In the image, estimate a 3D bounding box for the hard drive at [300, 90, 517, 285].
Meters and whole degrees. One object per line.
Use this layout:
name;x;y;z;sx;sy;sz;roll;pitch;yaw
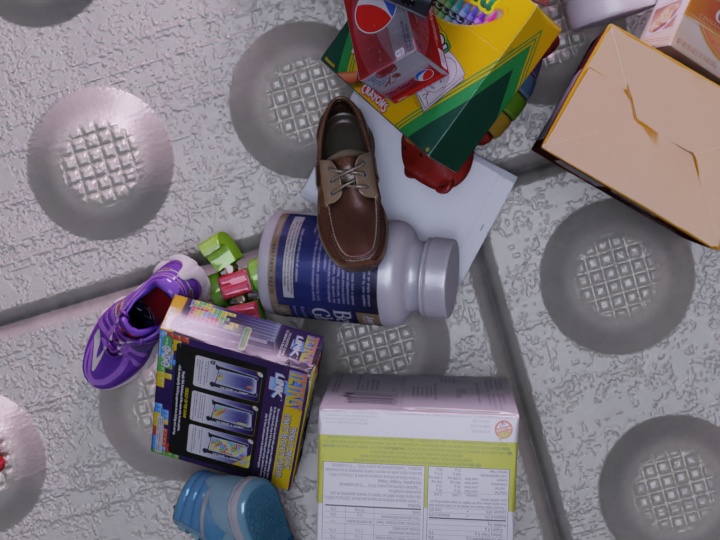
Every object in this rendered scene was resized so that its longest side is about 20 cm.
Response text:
hard drive;0.052;-0.091;1.509;0.198;0.026;0.133;29;97;1

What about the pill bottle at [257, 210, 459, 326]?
pill bottle;0.000;0.000;1.464;0.197;0.111;0.113;5;96;14

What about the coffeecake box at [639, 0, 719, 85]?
coffeecake box;0.389;-0.274;1.400;0.152;0.073;0.202;28;85;-19

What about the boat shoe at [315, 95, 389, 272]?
boat shoe;-0.015;-0.090;1.416;0.075;0.072;0.202;-11;56;1

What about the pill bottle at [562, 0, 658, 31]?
pill bottle;0.233;-0.355;1.426;0.112;0.113;0.203;-15;93;6

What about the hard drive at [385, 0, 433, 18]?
hard drive;-0.002;-0.336;1.315;0.198;0.033;0.141;25;64;2

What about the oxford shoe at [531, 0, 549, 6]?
oxford shoe;0.158;-0.344;1.407;0.070;0.201;0.075;16;121;-39

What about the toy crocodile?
toy crocodile;-0.122;0.054;1.518;0.067;0.062;0.202;-17;94;6

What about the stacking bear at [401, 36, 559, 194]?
stacking bear;0.111;-0.177;1.445;0.121;0.113;0.201;32;91;41

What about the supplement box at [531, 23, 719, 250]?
supplement box;0.290;-0.131;1.398;0.196;0.200;0.134;30;96;1

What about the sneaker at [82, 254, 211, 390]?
sneaker;-0.247;0.059;1.502;0.081;0.083;0.200;45;120;4

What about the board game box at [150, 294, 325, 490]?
board game box;-0.133;0.131;1.477;0.163;0.057;0.201;15;134;2

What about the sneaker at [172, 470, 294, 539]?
sneaker;-0.140;0.300;1.543;0.129;0.079;0.202;10;123;34

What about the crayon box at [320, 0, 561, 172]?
crayon box;0.075;-0.225;1.385;0.173;0.058;0.200;-54;50;12

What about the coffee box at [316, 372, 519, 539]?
coffee box;0.059;0.223;1.449;0.197;0.200;0.201;1;96;4

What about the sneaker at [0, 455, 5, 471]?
sneaker;-0.467;0.276;1.562;0.084;0.077;0.201;34;97;-4

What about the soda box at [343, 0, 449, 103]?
soda box;0.025;-0.269;1.359;0.069;0.063;0.202;-25;61;28
